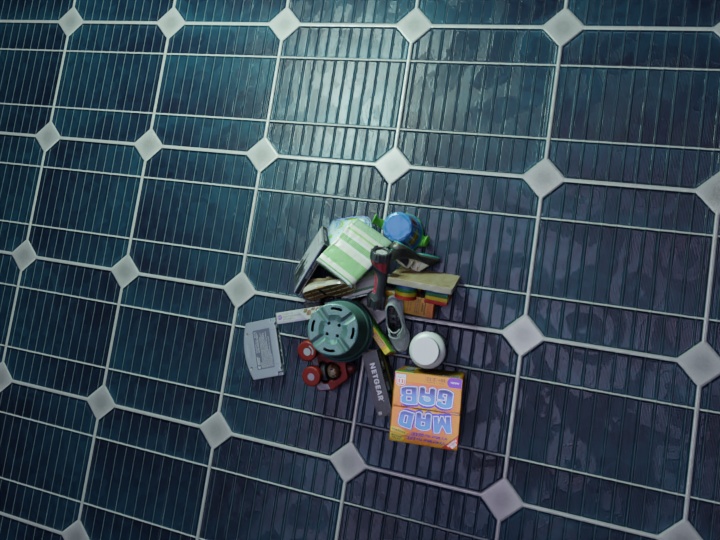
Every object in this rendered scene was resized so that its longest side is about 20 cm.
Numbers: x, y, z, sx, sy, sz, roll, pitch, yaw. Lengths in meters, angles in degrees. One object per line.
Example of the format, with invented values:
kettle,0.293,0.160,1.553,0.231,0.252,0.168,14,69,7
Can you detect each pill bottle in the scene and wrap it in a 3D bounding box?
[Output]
pill bottle,0.210,0.243,1.597,0.110,0.200,0.112,-1,84,14

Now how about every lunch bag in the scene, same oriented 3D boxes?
lunch bag,-0.027,-0.081,1.721,0.159,0.083,0.201,-8,54,12

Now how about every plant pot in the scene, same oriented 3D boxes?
plant pot,-0.067,0.179,1.559,0.198,0.196,0.202,-1,84,6

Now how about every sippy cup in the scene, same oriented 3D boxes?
sippy cup,0.130,-0.131,1.695,0.176,0.130,0.141,-12,80,13

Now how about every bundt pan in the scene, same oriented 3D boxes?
bundt pan,-0.104,0.110,1.758,0.200,0.076,0.204,-2,83,14

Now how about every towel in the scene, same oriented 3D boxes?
towel,0.000,0.000,1.726,0.148,0.031,0.201,-13,53,6
towel,-0.020,-0.058,1.633,0.152,0.023,0.200,36,70,15

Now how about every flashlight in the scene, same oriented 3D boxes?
flashlight,0.051,0.024,1.601,0.067,0.068,0.201,3,121,-11

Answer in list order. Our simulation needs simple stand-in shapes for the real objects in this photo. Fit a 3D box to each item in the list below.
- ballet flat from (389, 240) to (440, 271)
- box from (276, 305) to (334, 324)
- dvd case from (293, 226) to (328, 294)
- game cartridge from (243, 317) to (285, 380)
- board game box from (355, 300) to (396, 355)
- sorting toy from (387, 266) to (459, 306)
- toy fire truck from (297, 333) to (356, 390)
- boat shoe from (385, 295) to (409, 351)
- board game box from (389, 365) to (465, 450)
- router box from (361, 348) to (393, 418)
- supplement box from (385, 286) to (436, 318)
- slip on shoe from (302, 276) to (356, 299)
ballet flat,0.168,-0.037,1.664,0.068,0.199,0.069,25,96,58
box,-0.181,0.145,1.716,0.198,0.041,0.039,-10,82,18
dvd case,-0.166,-0.036,1.735,0.025,0.151,0.201,27,111,-18
game cartridge,-0.340,0.275,1.821,0.132,0.041,0.202,-11,81,10
board game box,0.044,0.187,1.694,0.030,0.095,0.201,-35,73,8
sorting toy,0.198,0.052,1.630,0.197,0.200,0.070,10,104,15
toy fire truck,-0.101,0.290,1.702,0.167,0.112,0.202,-10,91,20
boat shoe,0.110,0.181,1.658,0.069,0.072,0.202,0,114,22
board game box,0.208,0.407,1.579,0.198,0.200,0.202,4,86,14
router box,0.068,0.349,1.645,0.052,0.157,0.202,-16,80,12
supplement box,0.146,0.102,1.693,0.198,0.069,0.067,10,101,17
slip on shoe,-0.099,0.047,1.673,0.199,0.076,0.061,-14,47,36
